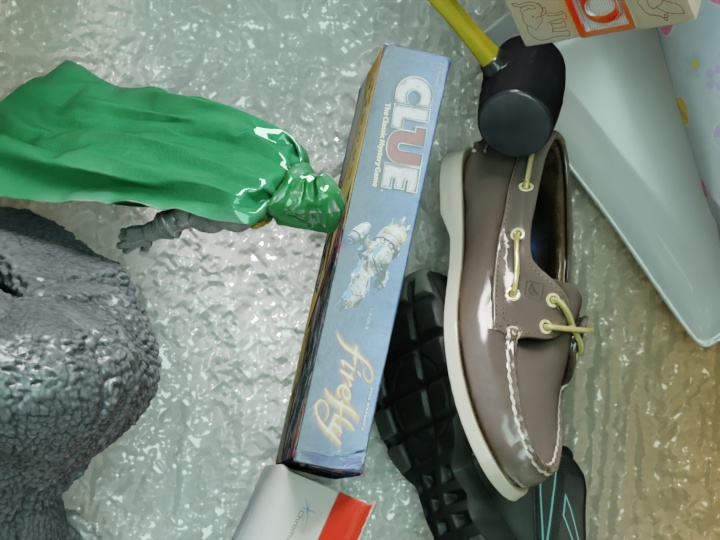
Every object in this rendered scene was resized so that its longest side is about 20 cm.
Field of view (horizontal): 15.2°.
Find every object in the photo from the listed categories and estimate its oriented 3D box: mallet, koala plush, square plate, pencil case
[{"bbox_3d":[0.030,-0.136,1.301,0.041,0.066,0.200,-31,119,27],"label":"mallet"},{"bbox_3d":[-0.185,0.095,1.274,0.177,0.183,0.201,-8,116,-43],"label":"koala plush"},{"bbox_3d":[0.191,-0.096,1.393,0.198,0.028,0.200,-37,89,-6],"label":"square plate"},{"bbox_3d":[0.202,-0.092,1.337,0.090,0.083,0.201,-15,87,14],"label":"pencil case"}]

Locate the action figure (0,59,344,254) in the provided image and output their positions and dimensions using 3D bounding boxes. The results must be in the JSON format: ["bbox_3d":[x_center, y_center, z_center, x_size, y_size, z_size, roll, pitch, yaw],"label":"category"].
[{"bbox_3d":[-0.095,-0.048,1.297,0.199,0.055,0.118,13,44,30],"label":"action figure"}]

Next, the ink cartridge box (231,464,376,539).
[{"bbox_3d":[-0.052,0.171,1.262,0.047,0.200,0.161,25,83,-2],"label":"ink cartridge box"}]

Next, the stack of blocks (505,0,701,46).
[{"bbox_3d":[0.142,-0.197,1.284,0.115,0.201,0.059,-8,128,27],"label":"stack of blocks"}]

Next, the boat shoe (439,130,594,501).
[{"bbox_3d":[0.079,0.016,1.312,0.059,0.072,0.201,-19,49,21],"label":"boat shoe"}]

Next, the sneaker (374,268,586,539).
[{"bbox_3d":[0.063,0.096,1.355,0.079,0.075,0.201,-8,78,-34],"label":"sneaker"}]

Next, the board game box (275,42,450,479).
[{"bbox_3d":[0.000,0.000,1.315,0.034,0.135,0.201,13,84,-4],"label":"board game box"}]
